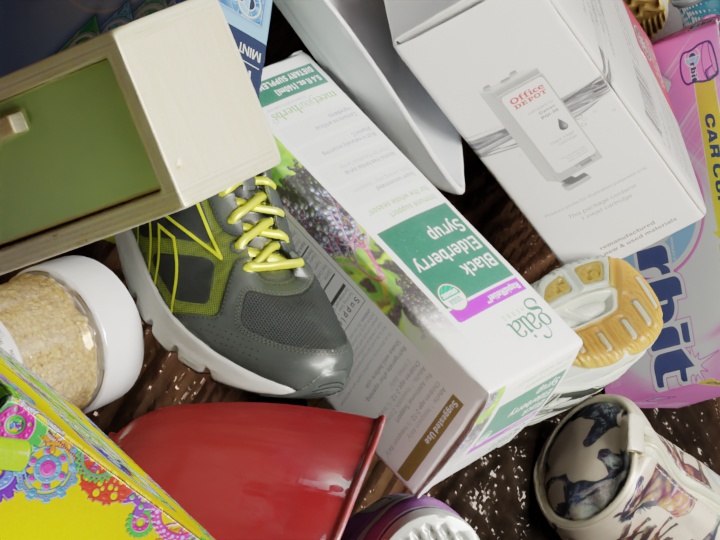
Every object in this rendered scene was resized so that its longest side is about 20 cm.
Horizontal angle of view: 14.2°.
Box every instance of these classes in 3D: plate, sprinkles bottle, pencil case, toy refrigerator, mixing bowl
[{"bbox_3d":[-0.014,-0.153,1.430,0.200,0.032,0.200,53,19,-29],"label":"plate"},{"bbox_3d":[-0.180,0.050,1.211,0.200,0.068,0.069,-22,93,-48],"label":"sprinkles bottle"},{"bbox_3d":[0.178,0.142,1.545,0.200,0.089,0.078,37,38,-32],"label":"pencil case"},{"bbox_3d":[-0.134,-0.044,1.193,0.070,0.199,0.076,-28,98,-47],"label":"toy refrigerator"},{"bbox_3d":[-0.076,0.133,1.231,0.108,0.200,0.201,23,54,1],"label":"mixing bowl"}]

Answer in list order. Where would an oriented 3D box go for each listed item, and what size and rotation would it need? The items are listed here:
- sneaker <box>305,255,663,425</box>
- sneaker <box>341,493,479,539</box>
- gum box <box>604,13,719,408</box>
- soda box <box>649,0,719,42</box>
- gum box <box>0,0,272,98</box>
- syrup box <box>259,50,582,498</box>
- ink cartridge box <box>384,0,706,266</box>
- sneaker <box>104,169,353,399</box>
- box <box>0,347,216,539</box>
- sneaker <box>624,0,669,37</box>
[{"bbox_3d":[0.059,0.058,1.460,0.199,0.088,0.076,-12,64,-26],"label":"sneaker"},{"bbox_3d":[-0.010,0.196,1.341,0.072,0.114,0.201,32,87,-16],"label":"sneaker"},{"bbox_3d":[0.183,-0.033,1.590,0.066,0.113,0.201,4,74,-46],"label":"gum box"},{"bbox_3d":[0.223,-0.079,1.679,0.063,0.068,0.201,-8,84,-48],"label":"soda box"},{"bbox_3d":[-0.103,-0.145,1.282,0.044,0.169,0.201,26,60,-38],"label":"gum box"},{"bbox_3d":[0.000,0.000,1.348,0.200,0.082,0.079,46,40,16],"label":"syrup box"},{"bbox_3d":[0.086,-0.117,1.474,0.200,0.082,0.147,49,21,-41],"label":"ink cartridge box"},{"bbox_3d":[-0.067,-0.025,1.279,0.074,0.085,0.200,-8,46,-47],"label":"sneaker"},{"bbox_3d":[-0.176,0.122,1.042,0.122,0.193,0.200,40,88,-31],"label":"box"},{"bbox_3d":[0.110,-0.221,1.615,0.200,0.075,0.090,52,37,-30],"label":"sneaker"}]
